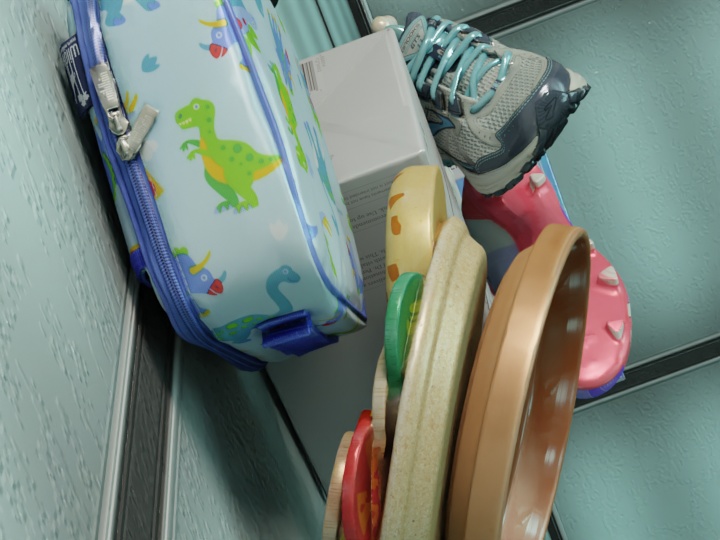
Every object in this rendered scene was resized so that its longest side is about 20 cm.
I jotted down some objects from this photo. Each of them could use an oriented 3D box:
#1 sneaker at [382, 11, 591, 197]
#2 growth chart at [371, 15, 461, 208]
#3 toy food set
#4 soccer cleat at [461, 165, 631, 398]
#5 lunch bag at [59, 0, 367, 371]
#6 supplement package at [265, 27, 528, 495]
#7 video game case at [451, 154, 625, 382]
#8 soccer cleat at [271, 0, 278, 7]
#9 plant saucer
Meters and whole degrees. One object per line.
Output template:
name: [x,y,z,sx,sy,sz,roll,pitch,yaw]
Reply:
sneaker: [0.052,-0.097,1.084,0.086,0.078,0.200,41,-8,-18]
growth chart: [0.047,-0.073,1.259,0.145,0.018,0.202,-24,94,-84]
toy food set: [0.020,0.069,0.900,0.199,0.048,0.201,-73,170,-48]
soccer cleat: [0.106,0.010,1.137,0.201,0.066,0.077,-113,-168,-46]
lunch bag: [-0.055,-0.040,0.848,0.200,0.082,0.162,42,28,-81]
supplement package: [0.000,0.000,1.051,0.120,0.120,0.201,-102,172,-52]
video game case: [0.069,0.012,1.399,0.045,0.180,0.202,-31,101,-83]
soccer cleat: [-0.068,-0.216,1.038,0.068,0.080,0.201,-106,174,-46]
plant saucer: [0.075,0.076,0.959,0.200,0.032,0.202,12,90,-76]
